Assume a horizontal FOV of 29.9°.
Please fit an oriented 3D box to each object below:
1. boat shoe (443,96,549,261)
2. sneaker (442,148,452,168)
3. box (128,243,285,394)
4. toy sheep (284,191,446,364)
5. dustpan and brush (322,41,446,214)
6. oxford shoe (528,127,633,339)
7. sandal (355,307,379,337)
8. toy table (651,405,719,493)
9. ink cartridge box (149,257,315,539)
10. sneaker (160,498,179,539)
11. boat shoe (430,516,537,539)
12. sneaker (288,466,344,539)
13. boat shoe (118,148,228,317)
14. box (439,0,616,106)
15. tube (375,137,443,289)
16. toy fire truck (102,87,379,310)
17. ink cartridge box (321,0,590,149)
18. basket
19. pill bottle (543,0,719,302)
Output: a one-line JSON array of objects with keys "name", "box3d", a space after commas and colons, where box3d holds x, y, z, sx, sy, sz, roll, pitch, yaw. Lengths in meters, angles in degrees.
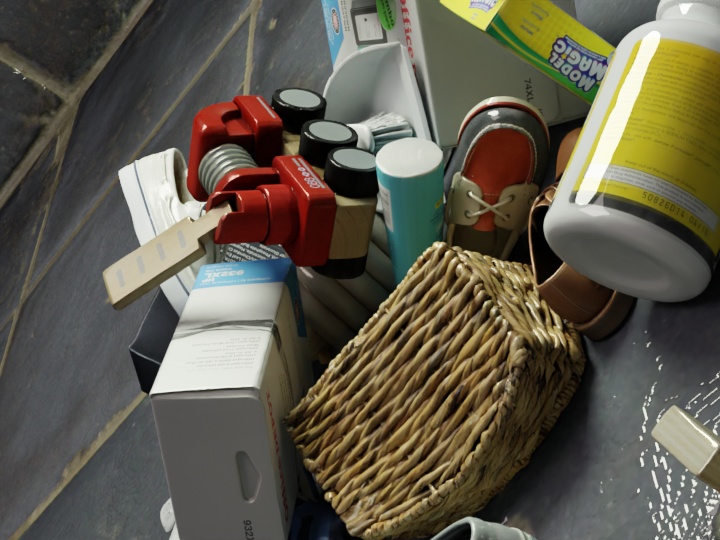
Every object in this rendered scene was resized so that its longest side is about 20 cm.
[{"name": "boat shoe", "box3d": [0.097, -0.050, 1.027, 0.200, 0.071, 0.063, 102, -177, -55]}, {"name": "sneaker", "box3d": [0.046, -0.153, 1.298, 0.201, 0.099, 0.071, -63, 25, -8]}, {"name": "box", "box3d": [-0.127, 0.034, 1.313, 0.197, 0.117, 0.201, 109, -176, -73]}, {"name": "toy sheep", "box3d": [0.000, 0.000, 1.170, 0.200, 0.138, 0.138, -52, 23, 3]}, {"name": "dustpan and brush", "box3d": [-0.009, -0.110, 1.131, 0.057, 0.140, 0.200, -18, 9, -20]}, {"name": "oxford shoe", "box3d": [0.156, -0.046, 0.974, 0.071, 0.071, 0.200, -44, 25, 36]}, {"name": "sandal", "box3d": [0.002, 0.107, 1.103, 0.201, 0.057, 0.080, 122, 163, -51]}, {"name": "toy table", "box3d": [0.208, 0.130, 0.584, 0.201, 0.117, 0.184, -59, 23, -4]}, {"name": "ink cartridge box", "box3d": [-0.092, 0.101, 1.045, 0.200, 0.083, 0.146, -80, -15, -62]}, {"name": "sneaker", "box3d": [-0.153, 0.270, 1.216, 0.200, 0.075, 0.115, -56, 21, -7]}, {"name": "boat shoe", "box3d": [0.032, 0.220, 0.892, 0.201, 0.071, 0.070, -43, 27, 33]}, {"name": "sneaker", "box3d": [-0.067, 0.206, 1.079, 0.200, 0.082, 0.074, -149, 68, -67]}, {"name": "boat shoe", "box3d": [-0.146, -0.036, 1.189, 0.086, 0.075, 0.202, -29, 48, 3]}, {"name": "box", "box3d": [0.141, -0.165, 0.984, 0.048, 0.200, 0.117, -54, 22, 10]}, {"name": "tube", "box3d": [0.044, -0.008, 1.056, 0.078, 0.050, 0.201, -71, -19, -47]}, {"name": "toy fire truck", "box3d": [-0.106, -0.053, 1.063, 0.176, 0.199, 0.129, 51, 138, 49]}, {"name": "ink cartridge box", "box3d": [0.076, -0.190, 1.151, 0.200, 0.145, 0.147, -165, 63, -67]}, {"name": "basket", "box3d": [0.074, 0.099, 0.972, 0.200, 0.149, 0.143, -50, 57, 19]}, {"name": "pill bottle", "box3d": [0.203, -0.090, 0.875, 0.112, 0.112, 0.201, -6, 56, 63]}]
